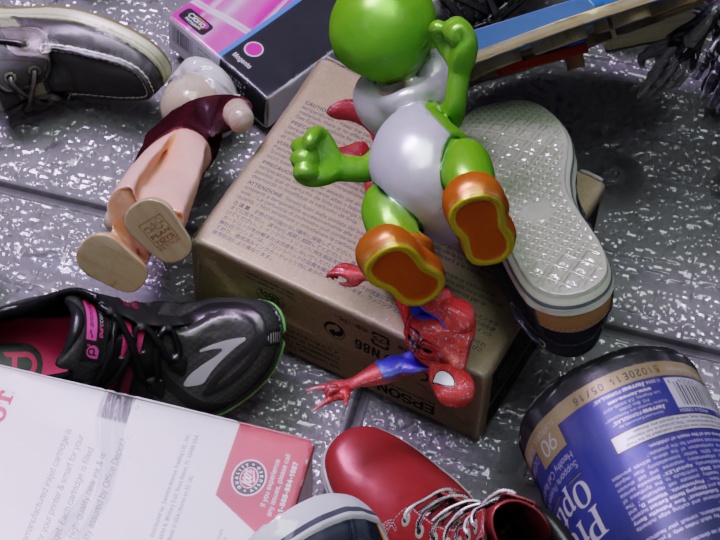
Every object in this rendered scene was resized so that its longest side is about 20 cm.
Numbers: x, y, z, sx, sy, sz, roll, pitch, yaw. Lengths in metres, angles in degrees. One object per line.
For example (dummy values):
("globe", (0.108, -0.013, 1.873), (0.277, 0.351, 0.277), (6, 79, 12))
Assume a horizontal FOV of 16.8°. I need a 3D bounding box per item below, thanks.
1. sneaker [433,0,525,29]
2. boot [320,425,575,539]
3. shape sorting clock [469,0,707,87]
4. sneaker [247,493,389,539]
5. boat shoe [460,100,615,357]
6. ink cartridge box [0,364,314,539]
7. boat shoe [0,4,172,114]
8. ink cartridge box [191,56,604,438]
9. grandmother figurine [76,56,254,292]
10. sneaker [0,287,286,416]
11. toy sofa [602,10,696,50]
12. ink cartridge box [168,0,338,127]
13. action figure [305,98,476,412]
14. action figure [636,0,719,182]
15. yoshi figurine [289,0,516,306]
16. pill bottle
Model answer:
("sneaker", (0.076, -0.187, 1.553), (0.070, 0.099, 0.200), (51, 56, -17))
("boot", (0.051, 0.132, 1.322), (0.072, 0.145, 0.200), (-34, 60, -20))
("shape sorting clock", (0.126, -0.141, 1.472), (0.199, 0.200, 0.040), (-17, 94, -12))
("sneaker", (-0.003, 0.174, 1.261), (0.078, 0.200, 0.080), (-36, 67, 2))
("boat shoe", (0.098, -0.027, 1.397), (0.074, 0.063, 0.201), (-12, 41, -5))
("ink cartridge box", (-0.138, 0.150, 1.342), (0.199, 0.083, 0.147), (13, 55, 8))
("boat shoe", (-0.219, -0.130, 1.551), (0.199, 0.072, 0.066), (13, 62, 15))
("ink cartridge box", (0.023, -0.016, 1.467), (0.199, 0.075, 0.165), (25, 57, 16))
("grandmother figurine", (-0.111, -0.070, 1.480), (0.121, 0.061, 0.200), (-25, 25, 21))
("sneaker", (-0.141, 0.049, 1.405), (0.198, 0.084, 0.077), (-6, 77, 0))
("toy sofa", (0.174, -0.254, 1.623), (0.082, 0.098, 0.201), (-11, 57, -9))
("ink cartridge box", (-0.023, -0.180, 1.604), (0.095, 0.037, 0.200), (40, 59, 23))
("action figure", (0.000, 0.000, 1.371), (0.098, 0.065, 0.201), (-12, 55, -21))
("action figure", (0.231, -0.115, 1.514), (0.119, 0.200, 0.102), (42, 100, -2))
("yoshi figurine", (0.022, -0.088, 1.338), (0.112, 0.112, 0.201), (5, 44, -16))
("pill bottle", (0.172, 0.149, 1.330), (0.111, 0.112, 0.201), (-17, 56, -12))
